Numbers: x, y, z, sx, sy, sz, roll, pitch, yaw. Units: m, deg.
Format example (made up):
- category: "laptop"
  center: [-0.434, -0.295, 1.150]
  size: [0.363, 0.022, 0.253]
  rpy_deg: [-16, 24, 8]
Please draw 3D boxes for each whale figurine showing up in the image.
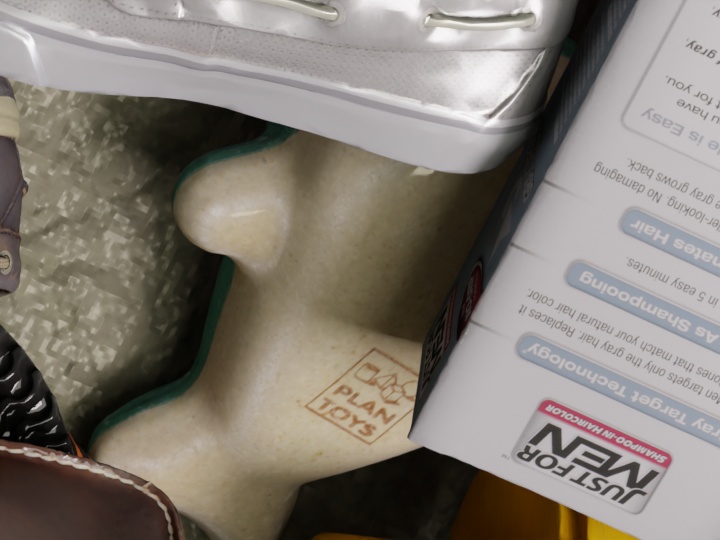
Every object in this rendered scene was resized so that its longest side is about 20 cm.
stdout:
- category: "whale figurine"
  center: [0.000, 0.000, 0.848]
  size: [0.159, 0.104, 0.200]
  rpy_deg: [30, 116, -34]

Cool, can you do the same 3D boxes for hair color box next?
- category: "hair color box"
  center: [0.099, -0.027, 0.737]
  size: [0.099, 0.061, 0.201]
  rpy_deg: [24, 114, -6]

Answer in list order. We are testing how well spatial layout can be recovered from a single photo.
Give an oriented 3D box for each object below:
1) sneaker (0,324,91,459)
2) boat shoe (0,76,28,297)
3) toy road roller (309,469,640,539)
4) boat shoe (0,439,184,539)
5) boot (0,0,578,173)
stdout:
- category: "sneaker"
  center: [-0.101, 0.083, 0.822]
  size: [0.070, 0.090, 0.200]
  rpy_deg: [-43, 95, -14]
- category: "boat shoe"
  center: [-0.157, -0.004, 0.706]
  size: [0.200, 0.074, 0.074]
  rpy_deg: [-17, 88, -47]
- category: "toy road roller"
  center: [0.050, 0.149, 0.834]
  size: [0.145, 0.123, 0.201]
  rpy_deg: [10, 84, -18]
- category: "boat shoe"
  center: [-0.134, 0.071, 0.711]
  size: [0.199, 0.071, 0.070]
  rpy_deg: [0, 137, -27]
- category: "boot"
  center: [-0.035, -0.095, 0.711]
  size: [0.199, 0.074, 0.096]
  rpy_deg: [11, 122, -15]
